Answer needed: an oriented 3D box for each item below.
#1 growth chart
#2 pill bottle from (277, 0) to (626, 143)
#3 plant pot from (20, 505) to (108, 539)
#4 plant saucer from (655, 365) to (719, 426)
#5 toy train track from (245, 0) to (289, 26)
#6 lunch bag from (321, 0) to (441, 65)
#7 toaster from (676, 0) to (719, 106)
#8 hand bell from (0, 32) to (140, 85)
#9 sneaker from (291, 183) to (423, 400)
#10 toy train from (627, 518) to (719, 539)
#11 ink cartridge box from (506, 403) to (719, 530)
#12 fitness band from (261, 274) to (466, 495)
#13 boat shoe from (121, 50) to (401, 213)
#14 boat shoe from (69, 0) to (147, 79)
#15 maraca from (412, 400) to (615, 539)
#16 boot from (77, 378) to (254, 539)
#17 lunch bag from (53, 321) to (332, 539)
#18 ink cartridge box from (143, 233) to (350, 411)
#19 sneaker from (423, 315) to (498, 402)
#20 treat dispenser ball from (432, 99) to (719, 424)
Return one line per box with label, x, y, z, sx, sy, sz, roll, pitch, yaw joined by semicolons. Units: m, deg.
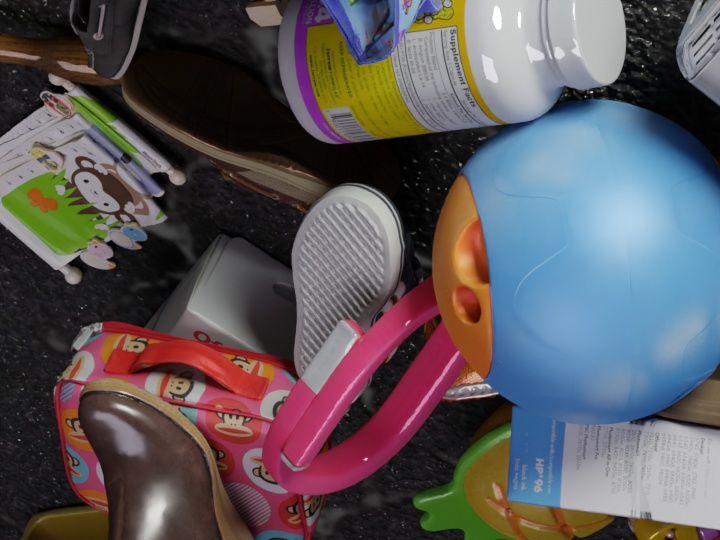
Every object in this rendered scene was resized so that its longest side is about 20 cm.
growth chart;-0.211;-0.063;1.678;0.145;0.018;0.200;37;140;-16
pill bottle;0.057;-0.137;1.389;0.199;0.104;0.104;-5;133;30
plant pot;-0.189;0.337;1.990;0.195;0.195;0.200;-11;136;36
plant saucer;0.275;0.083;1.497;0.199;0.200;0.030;6;94;21
toy train track;-0.093;-0.227;1.420;0.114;0.033;0.200;-3;133;29
lunch bag;0.018;-0.226;1.272;0.094;0.151;0.200;3;136;24
toaster;0.267;-0.148;1.265;0.129;0.114;0.200;31;142;-5
hand bell;-0.244;-0.151;1.558;0.199;0.104;0.104;10;140;0
sneaker;0.000;0.000;1.543;0.078;0.079;0.200;29;141;14
toy train;0.259;0.155;1.639;0.150;0.056;0.200;-14;144;-25
ink cartridge box;0.209;0.126;1.496;0.199;0.116;0.068;5;94;25
fitness band;0.013;0.077;1.533;0.037;0.143;0.200;48;120;24
boat shoe;-0.074;-0.081;1.548;0.199;0.072;0.072;21;143;-9
boat shoe;-0.161;-0.187;1.452;0.057;0.067;0.200;6;155;-15
maraca;0.127;0.151;1.666;0.137;0.107;0.200;25;136;-31
boot;-0.149;0.191;1.558;0.072;0.167;0.200;-18;121;34
lunch bag;-0.122;0.113;1.646;0.199;0.082;0.177;12;138;15
ink cartridge box;-0.096;0.081;1.729;0.144;0.085;0.200;31;139;-9
sneaker;0.136;0.045;1.582;0.199;0.073;0.078;-7;91;15
treat dispenser ball;0.144;-0.005;1.417;0.200;0.201;0.201;14;140;12
